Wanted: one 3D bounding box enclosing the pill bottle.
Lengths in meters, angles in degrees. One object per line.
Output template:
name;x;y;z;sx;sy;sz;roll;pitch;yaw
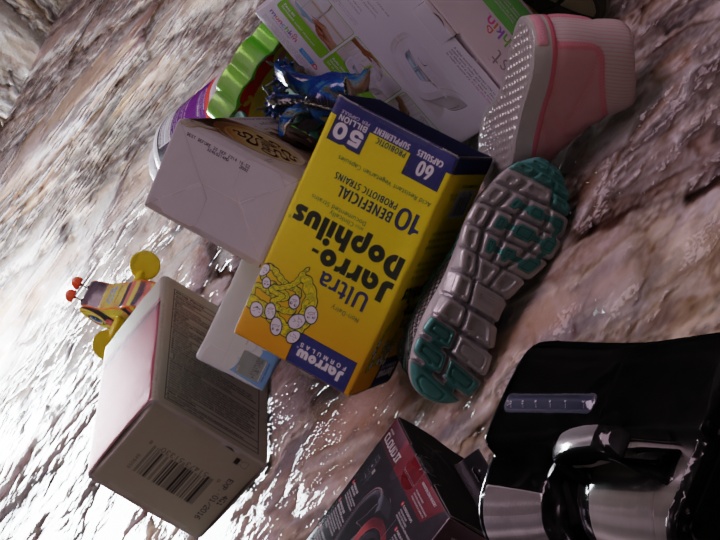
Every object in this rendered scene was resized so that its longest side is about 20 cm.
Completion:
pill bottle;-0.165;-0.151;1.999;0.200;0.112;0.113;-30;34;50

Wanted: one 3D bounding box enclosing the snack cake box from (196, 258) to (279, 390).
snack cake box;-0.077;0.020;1.532;0.200;0.067;0.116;-63;-1;-78

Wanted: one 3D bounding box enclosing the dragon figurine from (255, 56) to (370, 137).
dragon figurine;-0.042;-0.140;1.430;0.200;0.098;0.060;-83;-6;-78

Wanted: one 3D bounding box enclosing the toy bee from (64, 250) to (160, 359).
toy bee;-0.281;0.047;1.986;0.200;0.108;0.132;-38;30;40

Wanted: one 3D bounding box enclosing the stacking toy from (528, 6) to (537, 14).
stacking toy;0.135;-0.248;1.542;0.199;0.085;0.086;-31;33;40

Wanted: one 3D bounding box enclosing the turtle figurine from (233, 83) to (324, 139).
turtle figurine;-0.030;-0.118;1.618;0.150;0.199;0.101;-51;60;15

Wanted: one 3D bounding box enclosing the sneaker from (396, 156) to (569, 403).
sneaker;0.083;0.001;1.315;0.201;0.077;0.091;-58;16;-7

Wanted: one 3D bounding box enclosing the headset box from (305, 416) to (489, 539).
headset box;0.022;0.205;1.158;0.201;0.075;0.149;-54;22;9

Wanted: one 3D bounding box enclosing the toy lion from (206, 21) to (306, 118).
toy lion;-0.074;-0.165;1.643;0.191;0.069;0.201;-32;-26;-42

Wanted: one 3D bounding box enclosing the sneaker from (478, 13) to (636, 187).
sneaker;0.156;-0.120;1.340;0.201;0.104;0.076;104;155;-54

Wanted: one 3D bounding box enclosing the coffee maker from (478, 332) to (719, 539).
coffee maker;0.178;0.092;0.945;0.192;0.135;0.199;-40;15;-24

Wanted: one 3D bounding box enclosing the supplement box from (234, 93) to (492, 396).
supplement box;0.003;-0.021;1.342;0.202;0.108;0.109;-66;-15;11

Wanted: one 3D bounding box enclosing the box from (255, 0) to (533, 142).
box;0.039;-0.204;1.490;0.176;0.200;0.097;-30;15;50

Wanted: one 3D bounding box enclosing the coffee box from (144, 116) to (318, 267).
coffee box;-0.077;-0.067;1.426;0.080;0.112;0.200;-65;-15;12

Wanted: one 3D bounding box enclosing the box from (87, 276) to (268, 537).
box;-0.165;0.123;1.601;0.109;0.127;0.201;-48;22;23

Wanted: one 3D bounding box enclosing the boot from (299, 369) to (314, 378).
boot;0.000;0.000;1.496;0.201;0.073;0.095;-61;14;-25

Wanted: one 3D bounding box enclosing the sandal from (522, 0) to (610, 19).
sandal;0.131;-0.276;1.465;0.057;0.200;0.080;-46;-13;-25
